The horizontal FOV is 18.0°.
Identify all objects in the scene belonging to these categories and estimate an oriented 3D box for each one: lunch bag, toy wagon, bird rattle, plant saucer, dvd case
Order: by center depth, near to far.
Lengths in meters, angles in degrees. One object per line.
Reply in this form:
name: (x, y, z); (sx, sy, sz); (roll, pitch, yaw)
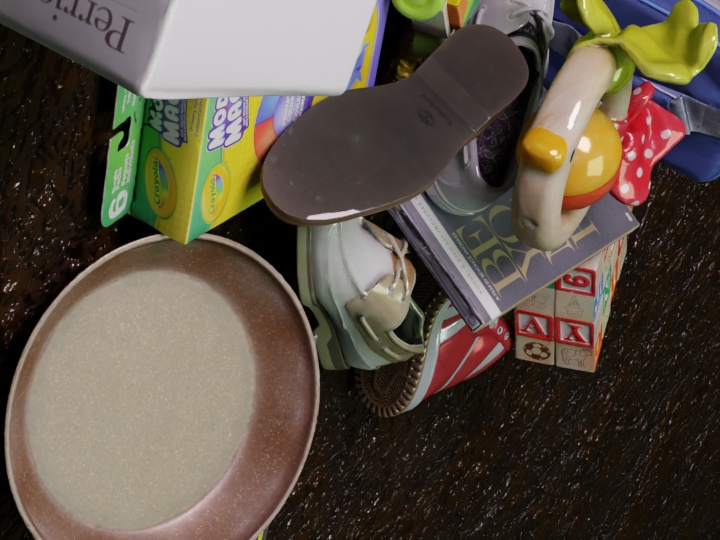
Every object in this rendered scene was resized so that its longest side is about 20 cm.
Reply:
plant saucer: (-0.113, 0.075, 1.251); (0.199, 0.037, 0.202); (-10, 107, -34)
toy wagon: (0.059, -0.199, 1.318); (0.155, 0.039, 0.201); (-58, 162, -55)
bird rattle: (0.129, -0.086, 1.357); (0.163, 0.112, 0.200); (-55, 169, -30)
dvd case: (0.087, -0.057, 1.460); (0.016, 0.149, 0.200); (-39, 174, 41)
lunch bag: (0.206, -0.154, 1.509); (0.132, 0.199, 0.136); (-43, 155, -30)

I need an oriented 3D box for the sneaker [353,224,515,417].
sneaker: (0.071, 0.003, 1.562); (0.112, 0.071, 0.201); (-16, 137, -52)

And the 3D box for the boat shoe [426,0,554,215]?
boat shoe: (0.088, -0.133, 1.398); (0.072, 0.068, 0.201); (27, 72, -23)

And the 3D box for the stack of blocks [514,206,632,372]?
stack of blocks: (0.160, -0.044, 1.622); (0.116, 0.058, 0.201); (83, 21, -51)

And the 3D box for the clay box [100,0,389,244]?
clay box: (-0.060, -0.095, 1.237); (0.200, 0.047, 0.116); (-35, 144, -48)

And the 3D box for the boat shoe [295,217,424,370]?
boat shoe: (0.000, 0.000, 1.401); (0.200, 0.068, 0.075); (73, 18, -64)

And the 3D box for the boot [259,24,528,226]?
boot: (0.013, -0.067, 1.284); (0.200, 0.074, 0.075); (-33, 170, -38)

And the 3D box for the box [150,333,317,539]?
box: (-0.108, 0.137, 1.391); (0.160, 0.044, 0.201); (-27, 138, -52)

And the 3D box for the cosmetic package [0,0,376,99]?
cosmetic package: (-0.077, -0.194, 0.967); (0.165, 0.164, 0.201); (-7, 121, -60)
